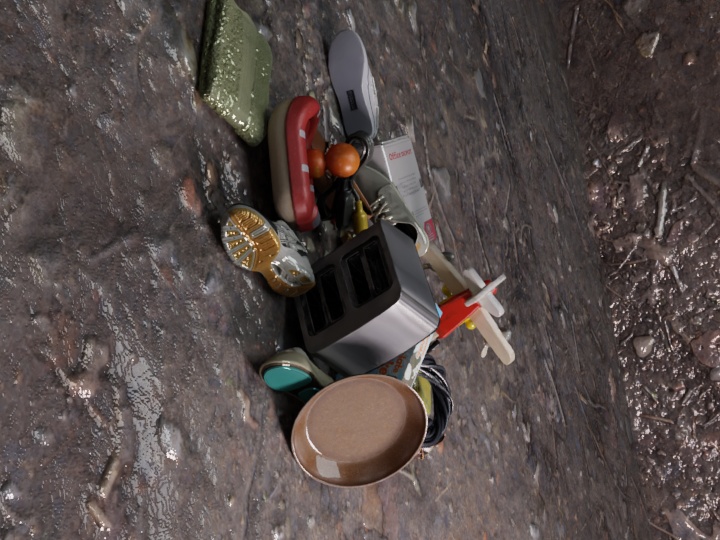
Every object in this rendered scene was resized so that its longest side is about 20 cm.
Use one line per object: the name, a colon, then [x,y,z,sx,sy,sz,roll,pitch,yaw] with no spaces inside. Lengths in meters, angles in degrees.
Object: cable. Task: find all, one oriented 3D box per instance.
cable: [-0.019,-0.135,1.590,0.050,0.097,0.201,-22,132,-44]
cable: [0.094,0.209,1.675,0.200,0.051,0.164,36,41,-39]

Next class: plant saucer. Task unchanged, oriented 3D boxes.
plant saucer: [-0.003,0.223,1.463,0.201,0.200,0.037,61,3,-31]

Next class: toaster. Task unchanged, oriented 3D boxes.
toaster: [0.006,0.050,1.498,0.119,0.180,0.201,36,29,-45]

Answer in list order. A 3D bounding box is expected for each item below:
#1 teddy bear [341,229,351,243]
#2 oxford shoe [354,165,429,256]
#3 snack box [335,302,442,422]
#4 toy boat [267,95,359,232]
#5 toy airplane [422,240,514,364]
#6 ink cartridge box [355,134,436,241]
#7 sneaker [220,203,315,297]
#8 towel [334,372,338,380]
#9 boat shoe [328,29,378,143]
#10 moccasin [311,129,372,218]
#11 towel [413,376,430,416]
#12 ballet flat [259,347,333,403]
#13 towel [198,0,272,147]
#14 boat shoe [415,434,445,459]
teddy bear: [0.000,0.000,1.702,0.200,0.066,0.146,-68,148,-59]
oxford shoe: [0.040,-0.102,1.735,0.200,0.075,0.058,50,25,5]
snack box: [0.037,0.133,1.571,0.037,0.116,0.201,49,58,-47]
toy boat: [-0.066,-0.162,1.514,0.131,0.130,0.201,81,3,-79]
toy airplane: [0.187,0.054,1.791,0.141,0.198,0.201,-32,130,-50]
ink cartridge box: [0.055,-0.133,1.833,0.146,0.084,0.201,-29,106,-64]
sneaker: [-0.137,-0.042,1.436,0.200,0.075,0.088,51,21,-49]
towel: [0.021,0.185,1.694,0.145,0.024,0.200,69,27,-16]
boat shoe: [-0.009,-0.327,1.818,0.065,0.073,0.201,-31,117,-68]
moccasin: [-0.041,-0.156,1.653,0.202,0.077,0.074,63,29,-29]
towel: [0.087,0.151,1.814,0.144,0.023,0.201,-78,148,-64]
ballet flat: [-0.087,0.147,1.450,0.200,0.069,0.070,48,38,-54]
towel: [-0.178,-0.295,1.484,0.148,0.036,0.201,43,42,-49]
boat shoe: [0.090,0.282,1.717,0.200,0.072,0.072,16,87,-65]
